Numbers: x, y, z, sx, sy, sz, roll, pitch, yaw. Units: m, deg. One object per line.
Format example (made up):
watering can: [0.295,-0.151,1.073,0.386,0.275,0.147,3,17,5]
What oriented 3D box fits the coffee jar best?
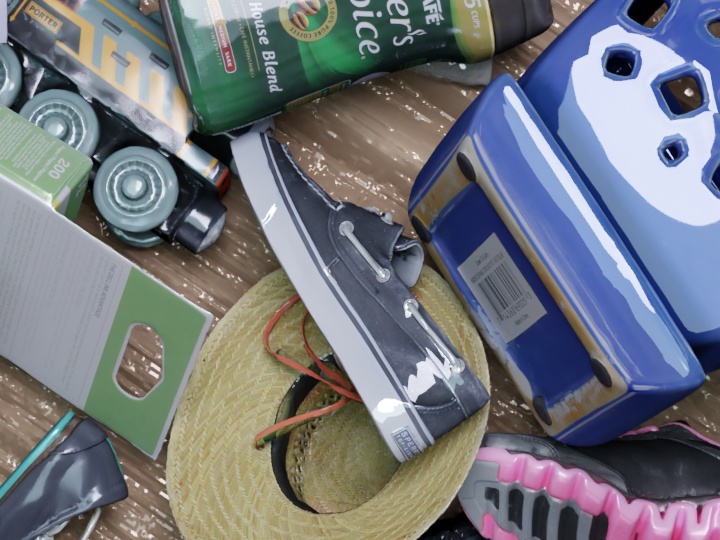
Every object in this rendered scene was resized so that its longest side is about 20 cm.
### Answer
coffee jar: [-0.004,-0.144,1.242,0.198,0.085,0.105,-16,95,-5]

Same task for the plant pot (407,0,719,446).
plant pot: [0.141,-0.032,1.192,0.179,0.200,0.201,-32,85,-16]

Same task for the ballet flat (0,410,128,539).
ballet flat: [-0.204,0.163,1.312,0.200,0.073,0.073,-42,86,10]

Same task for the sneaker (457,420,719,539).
sneaker: [0.147,0.115,1.273,0.198,0.096,0.079,14,132,-2]

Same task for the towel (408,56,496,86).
towel: [0.019,-0.207,1.312,0.131,0.034,0.202,7,92,7]

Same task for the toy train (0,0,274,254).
toy train: [-0.143,-0.098,1.306,0.199,0.085,0.114,35,84,4]

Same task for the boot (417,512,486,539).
boot: [0.078,0.208,1.287,0.197,0.073,0.164,-23,88,9]

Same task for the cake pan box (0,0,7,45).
cake pan box: [-0.254,-0.210,1.265,0.052,0.183,0.202,-6,97,-38]

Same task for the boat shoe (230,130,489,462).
boat shoe: [0.000,0.000,1.230,0.067,0.072,0.201,-31,61,0]

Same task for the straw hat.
straw hat: [-0.002,0.094,1.281,0.199,0.085,0.203,-13,55,20]

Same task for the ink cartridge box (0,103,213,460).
ink cartridge box: [-0.167,-0.003,1.278,0.199,0.146,0.048,31,51,4]
